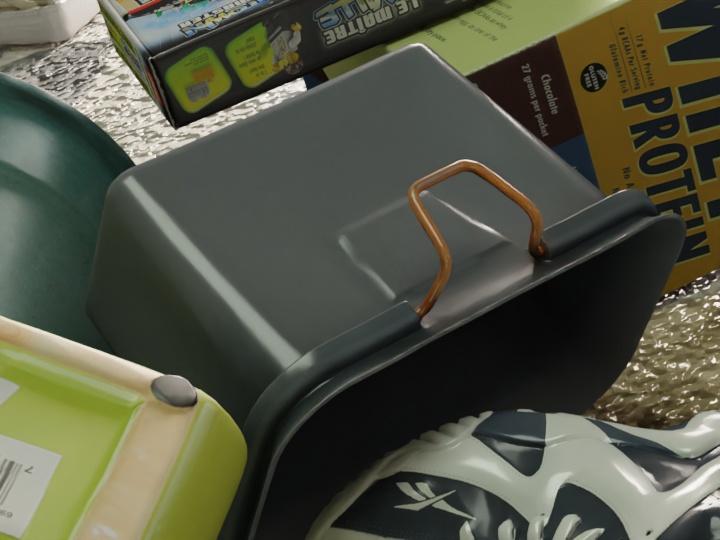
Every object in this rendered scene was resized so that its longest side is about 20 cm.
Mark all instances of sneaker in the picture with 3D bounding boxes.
[{"bbox_3d":[0.073,0.105,0.837,0.199,0.080,0.130,-4,20,6],"label":"sneaker"}]

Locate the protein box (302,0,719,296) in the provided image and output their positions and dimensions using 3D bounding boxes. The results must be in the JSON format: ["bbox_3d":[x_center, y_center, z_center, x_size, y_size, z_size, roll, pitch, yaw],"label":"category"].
[{"bbox_3d":[0.101,-0.088,1.132,0.200,0.135,0.199,-25,27,-14],"label":"protein box"}]

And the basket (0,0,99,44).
[{"bbox_3d":[-0.239,-0.253,1.634,0.198,0.161,0.200,1,33,31],"label":"basket"}]

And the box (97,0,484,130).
[{"bbox_3d":[-0.006,-0.129,1.087,0.200,0.035,0.110,-24,27,-9],"label":"box"}]

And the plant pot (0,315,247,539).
[{"bbox_3d":[-0.147,0.118,0.755,0.200,0.182,0.199,20,31,2],"label":"plant pot"}]

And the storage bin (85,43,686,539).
[{"bbox_3d":[0.000,0.000,0.942,0.200,0.146,0.134,-28,62,-32],"label":"storage bin"}]

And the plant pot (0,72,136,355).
[{"bbox_3d":[-0.179,0.052,0.989,0.200,0.201,0.196,-13,34,9],"label":"plant pot"}]
